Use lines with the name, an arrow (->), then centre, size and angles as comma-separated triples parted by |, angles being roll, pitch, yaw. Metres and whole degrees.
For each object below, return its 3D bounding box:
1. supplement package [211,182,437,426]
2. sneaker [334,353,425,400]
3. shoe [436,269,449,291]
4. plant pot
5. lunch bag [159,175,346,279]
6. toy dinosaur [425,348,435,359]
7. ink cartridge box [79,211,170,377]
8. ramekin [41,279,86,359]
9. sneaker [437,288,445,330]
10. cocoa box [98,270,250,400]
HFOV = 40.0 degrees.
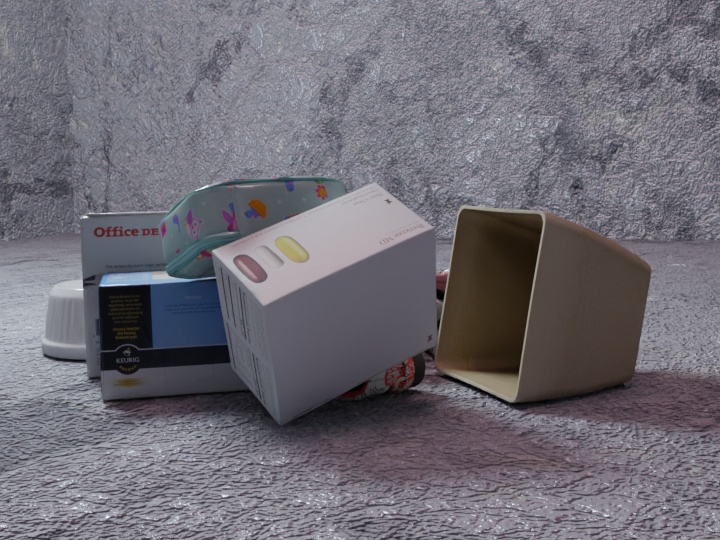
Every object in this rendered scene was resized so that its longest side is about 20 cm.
supplement package -> -0.031, 0.030, 1.008 | 0.198, 0.157, 0.111 | -25, 42, -25
sneaker -> -0.032, 0.099, 1.138 | 0.199, 0.068, 0.107 | 12, 11, 40
shoe -> 0.055, 0.043, 1.539 | 0.197, 0.093, 0.071 | -2, 6, -4
plant pot -> 0.219, 0.041, 1.144 | 0.175, 0.203, 0.200 | 8, 2, -22
lunch bag -> -0.113, -0.042, 1.087 | 0.198, 0.078, 0.160 | -5, -14, -32
toy dinosaur -> 0.047, 0.098, 1.275 | 0.087, 0.048, 0.200 | -6, 1, 17
ink cartridge box -> -0.281, 0.025, 1.264 | 0.142, 0.203, 0.084 | -2, 7, -15
ramekin -> -0.357, 0.064, 1.420 | 0.199, 0.096, 0.202 | -1, 7, 0
sneaker -> 0.085, 0.061, 1.439 | 0.198, 0.081, 0.073 | 1, 8, 33
cocoa box -> -0.207, 0.069, 1.171 | 0.197, 0.134, 0.133 | -3, 6, -12
